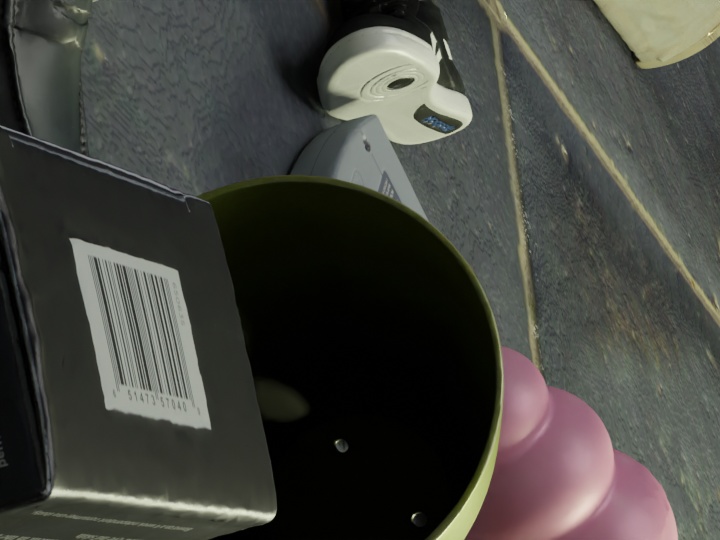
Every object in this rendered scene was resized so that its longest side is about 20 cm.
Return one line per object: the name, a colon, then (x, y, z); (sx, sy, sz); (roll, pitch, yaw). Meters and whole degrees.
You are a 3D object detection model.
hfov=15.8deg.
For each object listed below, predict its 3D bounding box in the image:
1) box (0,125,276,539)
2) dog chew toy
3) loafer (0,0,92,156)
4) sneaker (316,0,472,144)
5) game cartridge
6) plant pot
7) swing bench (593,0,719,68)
box: (-0.148, 0.045, 0.741); (0.148, 0.200, 0.104); (21, 54, -68)
dog chew toy: (0.099, 0.125, 1.494); (0.200, 0.124, 0.125); (55, 25, -27)
loafer: (-0.143, -0.119, 1.095); (0.068, 0.070, 0.201); (13, 62, -68)
sneaker: (0.007, -0.148, 1.555); (0.200, 0.073, 0.112); (36, 37, -73)
game cartridge: (0.000, 0.000, 1.447); (0.200, 0.041, 0.133); (-74, 145, -59)
plant pot: (-0.019, 0.081, 1.149); (0.200, 0.187, 0.187); (65, 14, -68)
swing bench: (0.261, -0.316, 2.305); (0.199, 0.130, 0.200); (39, 38, -59)
